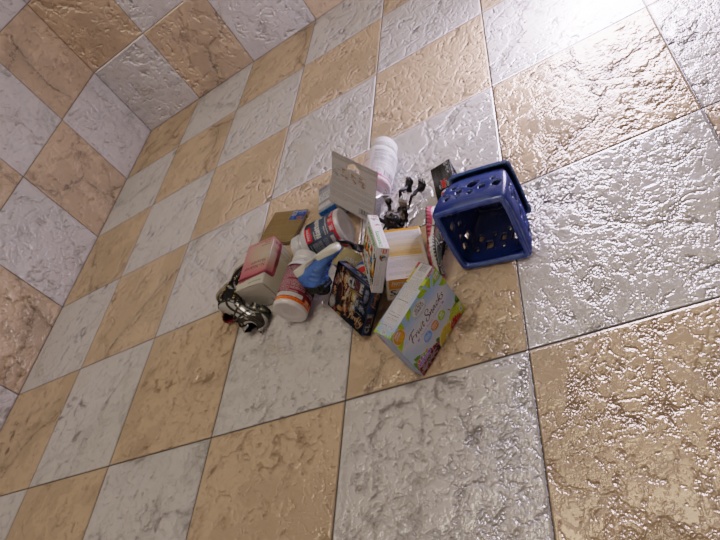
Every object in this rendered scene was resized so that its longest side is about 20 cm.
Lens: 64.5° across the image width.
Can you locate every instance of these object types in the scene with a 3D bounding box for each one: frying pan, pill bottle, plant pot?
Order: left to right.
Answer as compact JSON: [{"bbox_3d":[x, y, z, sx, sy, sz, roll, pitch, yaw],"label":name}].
[{"bbox_3d":[-0.190,0.045,1.773,0.111,0.114,0.205,-10,50,36],"label":"pill bottle"},{"bbox_3d":[-0.125,-0.104,1.846,0.196,0.120,0.122,-26,41,23],"label":"pill bottle"},{"bbox_3d":[0.013,-0.067,1.656,0.111,0.189,0.032,5,91,21],"label":"frying pan"},{"bbox_3d":[0.063,-0.339,1.892,0.111,0.114,0.205,-13,46,33],"label":"pill bottle"},{"bbox_3d":[0.315,-0.148,1.421,0.195,0.201,0.183,-11,41,35],"label":"plant pot"}]

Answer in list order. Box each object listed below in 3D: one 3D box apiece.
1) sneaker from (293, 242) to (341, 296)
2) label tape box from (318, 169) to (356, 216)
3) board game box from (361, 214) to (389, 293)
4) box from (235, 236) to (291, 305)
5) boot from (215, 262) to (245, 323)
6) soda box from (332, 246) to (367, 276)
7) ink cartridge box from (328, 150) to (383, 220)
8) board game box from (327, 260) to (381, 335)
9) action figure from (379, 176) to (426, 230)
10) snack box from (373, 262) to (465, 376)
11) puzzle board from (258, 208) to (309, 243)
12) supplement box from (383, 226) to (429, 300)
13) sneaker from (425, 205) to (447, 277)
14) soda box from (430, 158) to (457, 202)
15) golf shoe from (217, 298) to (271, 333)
[{"bbox_3d":[-0.103,0.005,1.652,0.198,0.113,0.077,-32,5,37],"label":"sneaker"},{"bbox_3d":[-0.078,-0.277,2.006,0.140,0.066,0.204,-27,42,21],"label":"label tape box"},{"bbox_3d":[0.038,-0.048,1.524,0.033,0.130,0.202,3,28,-10],"label":"board game box"},{"bbox_3d":[-0.326,0.008,1.936,0.125,0.109,0.205,-18,44,28],"label":"box"},{"bbox_3d":[-0.427,0.077,1.996,0.199,0.073,0.152,-42,36,10],"label":"boot"},{"bbox_3d":[0.000,0.000,1.678,0.068,0.064,0.198,-50,38,-8],"label":"soda box"},{"bbox_3d":[-0.014,-0.269,1.808,0.197,0.181,0.044,31,41,30],"label":"ink cartridge box"},{"bbox_3d":[-0.018,0.074,1.592,0.199,0.034,0.140,35,115,51],"label":"board game box"},{"bbox_3d":[0.114,-0.200,1.729,0.117,0.103,0.203,20,68,37],"label":"action figure"},{"bbox_3d":[0.143,0.115,1.352,0.067,0.169,0.203,16,65,49],"label":"snack box"},{"bbox_3d":[-0.286,-0.160,2.132,0.195,0.017,0.154,-1,54,42],"label":"puzzle board"},{"bbox_3d":[0.117,-0.022,1.544,0.121,0.075,0.204,-6,43,-1],"label":"supplement box"},{"bbox_3d":[0.212,-0.079,1.519,0.072,0.081,0.208,-3,73,6],"label":"sneaker"},{"bbox_3d":[0.256,-0.227,1.650,0.069,0.063,0.204,-27,40,22],"label":"soda box"},{"bbox_3d":[-0.389,0.150,1.860,0.193,0.078,0.098,6,72,22],"label":"golf shoe"}]
